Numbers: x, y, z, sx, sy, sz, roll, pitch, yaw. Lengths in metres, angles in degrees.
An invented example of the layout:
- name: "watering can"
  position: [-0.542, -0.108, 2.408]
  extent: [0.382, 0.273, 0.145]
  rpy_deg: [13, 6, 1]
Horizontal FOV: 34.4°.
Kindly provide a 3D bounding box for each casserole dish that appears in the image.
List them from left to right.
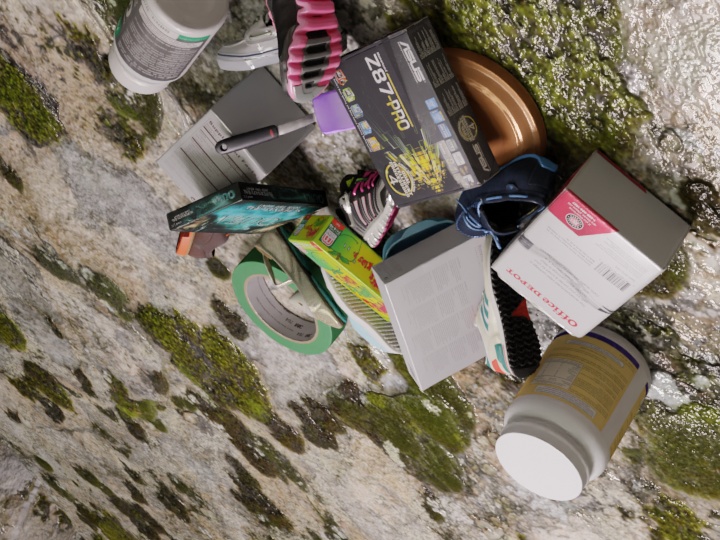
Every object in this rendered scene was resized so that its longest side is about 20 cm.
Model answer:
- name: "casserole dish"
  position: [0.090, 0.008, 1.586]
  extent: [0.039, 0.121, 0.201]
  rpy_deg: [-128, 18, -53]

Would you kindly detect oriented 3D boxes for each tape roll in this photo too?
- name: "tape roll"
  position: [-0.116, 0.048, 1.891]
  extent: [0.200, 0.048, 0.201]
  rpy_deg: [26, 144, 20]

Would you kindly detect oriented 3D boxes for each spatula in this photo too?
- name: "spatula"
  position: [-0.093, -0.187, 1.507]
  extent: [0.021, 0.199, 0.057]
  rpy_deg: [-115, 7, -73]

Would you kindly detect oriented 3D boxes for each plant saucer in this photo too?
- name: "plant saucer"
  position: [0.128, -0.174, 1.402]
  extent: [0.200, 0.032, 0.201]
  rpy_deg: [26, 144, 21]

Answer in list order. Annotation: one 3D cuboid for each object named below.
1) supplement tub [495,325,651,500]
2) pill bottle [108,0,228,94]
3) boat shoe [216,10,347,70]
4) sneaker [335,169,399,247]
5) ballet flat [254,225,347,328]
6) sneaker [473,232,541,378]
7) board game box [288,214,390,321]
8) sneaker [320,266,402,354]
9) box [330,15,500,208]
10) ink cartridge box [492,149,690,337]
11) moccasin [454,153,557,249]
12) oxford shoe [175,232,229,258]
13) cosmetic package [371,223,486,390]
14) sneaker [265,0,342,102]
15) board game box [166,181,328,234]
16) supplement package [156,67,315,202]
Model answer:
- name: "supplement tub"
  position: [0.276, 0.183, 1.516]
  extent: [0.145, 0.200, 0.146]
  rpy_deg: [26, 144, 21]
- name: "pill bottle"
  position: [-0.261, -0.319, 1.547]
  extent: [0.113, 0.113, 0.200]
  rpy_deg: [45, 146, -8]
- name: "boat shoe"
  position: [-0.103, -0.299, 1.467]
  extent: [0.199, 0.074, 0.067]
  rpy_deg: [-2, 114, 32]
- name: "sneaker"
  position: [0.014, -0.106, 1.556]
  extent: [0.087, 0.074, 0.200]
  rpy_deg: [31, 151, 3]
- name: "ballet flat"
  position: [-0.094, 0.021, 1.769]
  extent: [0.200, 0.062, 0.067]
  rpy_deg: [55, -175, 21]
- name: "sneaker"
  position: [0.176, 0.040, 1.519]
  extent: [0.093, 0.070, 0.201]
  rpy_deg: [0, 101, 58]
- name: "board game box"
  position: [0.000, 0.000, 1.658]
  extent: [0.200, 0.048, 0.101]
  rpy_deg: [40, 167, -20]
- name: "sneaker"
  position: [-0.005, 0.052, 1.759]
  extent: [0.200, 0.074, 0.082]
  rpy_deg: [53, 151, -16]
- name: "box"
  position: [0.060, -0.182, 1.381]
  extent: [0.161, 0.049, 0.201]
  rpy_deg: [-11, 110, 51]
- name: "ink cartridge box"
  position: [0.269, -0.026, 1.385]
  extent: [0.145, 0.083, 0.200]
  rpy_deg: [39, 147, 1]
- name: "moccasin"
  position: [0.162, -0.076, 1.397]
  extent: [0.080, 0.069, 0.200]
  rpy_deg: [19, 156, -12]
- name: "oxford shoe"
  position: [-0.237, -0.086, 1.857]
  extent: [0.072, 0.071, 0.200]
  rpy_deg: [16, 147, -15]
- name: "cosmetic package"
  position: [0.114, 0.047, 1.565]
  extent: [0.052, 0.150, 0.201]
  rpy_deg: [54, 167, 52]
- name: "sneaker"
  position: [-0.076, -0.301, 1.377]
  extent: [0.095, 0.079, 0.201]
  rpy_deg: [14, 104, 46]
- name: "board game box"
  position: [-0.155, -0.084, 1.629]
  extent: [0.135, 0.200, 0.028]
  rpy_deg: [-21, 79, 32]
- name: "supplement package"
  position: [-0.177, -0.175, 1.626]
  extent: [0.117, 0.117, 0.200]
  rpy_deg: [49, 145, -9]
